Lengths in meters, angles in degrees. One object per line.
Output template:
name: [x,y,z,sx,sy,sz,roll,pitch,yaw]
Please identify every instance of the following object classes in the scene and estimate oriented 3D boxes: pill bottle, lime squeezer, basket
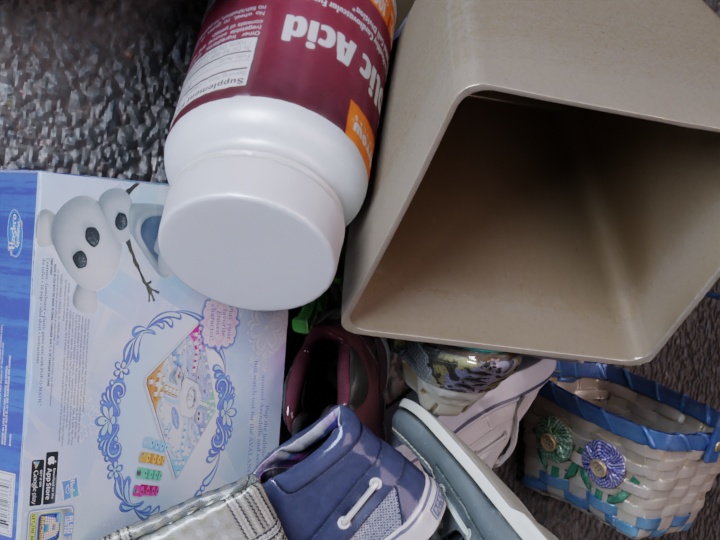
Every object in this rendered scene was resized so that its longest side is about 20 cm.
pill bottle: [-0.046,-0.086,0.775,0.114,0.113,0.201,48,38,-40]
lime squeezer: [0.000,0.000,0.903,0.199,0.070,0.038,-22,96,-49]
basket: [0.220,0.101,1.101,0.138,0.176,0.202,7,100,-46]

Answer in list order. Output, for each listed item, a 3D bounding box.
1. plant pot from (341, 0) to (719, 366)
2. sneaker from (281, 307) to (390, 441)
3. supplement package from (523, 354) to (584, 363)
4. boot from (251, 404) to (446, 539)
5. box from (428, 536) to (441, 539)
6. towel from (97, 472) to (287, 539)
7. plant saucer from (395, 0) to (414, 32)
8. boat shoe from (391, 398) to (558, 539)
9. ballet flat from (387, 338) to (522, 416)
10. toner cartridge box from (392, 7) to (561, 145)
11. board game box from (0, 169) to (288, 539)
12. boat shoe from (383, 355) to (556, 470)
plant pot: [0.102,-0.082,0.788,0.198,0.201,0.178,7,50,-17]
sneaker: [-0.020,0.125,0.874,0.115,0.075,0.202,1,84,-77]
supplement package: [0.136,-0.047,1.035,0.110,0.113,0.201,48,60,-39]
boot: [-0.051,0.162,0.824,0.090,0.200,0.073,45,15,-19]
box: [0.107,0.238,0.947,0.200,0.151,0.107,42,59,-76]
towel: [-0.113,0.232,0.765,0.199,0.035,0.194,-24,115,-11]
plant saucer: [0.045,-0.112,0.940,0.198,0.029,0.202,7,76,-29]
boat shoe: [0.065,0.150,0.832,0.062,0.200,0.073,-46,134,2]
ballet flat: [0.056,0.057,0.908,0.071,0.200,0.073,-3,102,-13]
toner cartridge box: [0.119,-0.123,0.936,0.200,0.043,0.095,40,65,-14]
board game box: [-0.122,0.050,0.796,0.198,0.043,0.202,3,91,-50]
boat shoe: [0.078,0.124,1.015,0.201,0.074,0.087,-30,116,-41]
